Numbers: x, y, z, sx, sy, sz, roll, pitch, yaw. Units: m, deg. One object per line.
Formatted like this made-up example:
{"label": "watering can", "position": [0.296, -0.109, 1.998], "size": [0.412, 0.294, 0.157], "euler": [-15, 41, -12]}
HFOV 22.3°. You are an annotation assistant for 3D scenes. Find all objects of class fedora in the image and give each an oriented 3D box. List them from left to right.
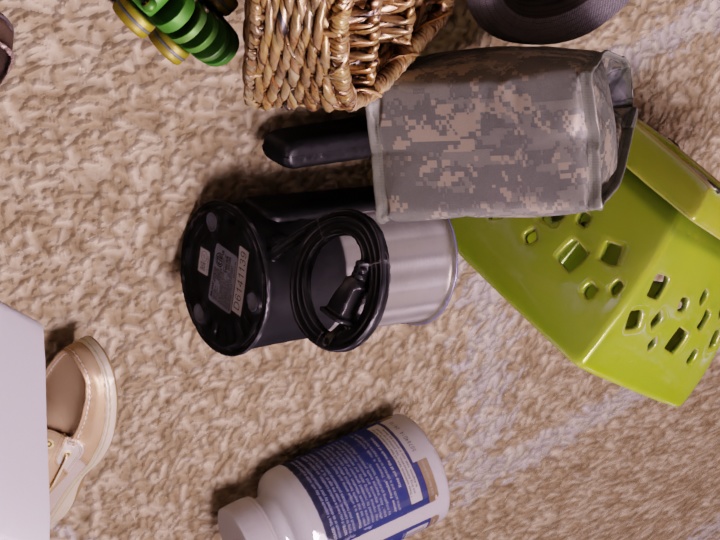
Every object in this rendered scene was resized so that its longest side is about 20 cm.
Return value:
{"label": "fedora", "position": [0.132, -0.251, 1.280], "size": [0.200, 0.090, 0.177], "euler": [2, 132, -54]}

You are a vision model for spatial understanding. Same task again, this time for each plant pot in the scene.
{"label": "plant pot", "position": [0.224, -0.024, 1.560], "size": [0.182, 0.200, 0.199], "euler": [-52, 144, 11]}

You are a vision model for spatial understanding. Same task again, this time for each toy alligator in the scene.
{"label": "toy alligator", "position": [-0.127, -0.175, 1.166], "size": [0.059, 0.054, 0.200], "euler": [-43, 147, 8]}

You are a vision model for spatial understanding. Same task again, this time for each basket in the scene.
{"label": "basket", "position": [0.001, -0.195, 1.139], "size": [0.148, 0.143, 0.200], "euler": [2, 138, -5]}

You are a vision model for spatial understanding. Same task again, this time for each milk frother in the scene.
{"label": "milk frother", "position": [0.000, 0.000, 1.369], "size": [0.188, 0.200, 0.181], "euler": [-8, 135, -37]}

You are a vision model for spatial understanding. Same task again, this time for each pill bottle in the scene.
{"label": "pill bottle", "position": [-0.027, 0.219, 1.694], "size": [0.199, 0.111, 0.111], "euler": [-22, 144, -22]}

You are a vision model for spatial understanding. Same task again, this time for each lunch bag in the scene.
{"label": "lunch bag", "position": [0.105, -0.104, 1.300], "size": [0.200, 0.163, 0.118], "euler": [-44, 130, -68]}

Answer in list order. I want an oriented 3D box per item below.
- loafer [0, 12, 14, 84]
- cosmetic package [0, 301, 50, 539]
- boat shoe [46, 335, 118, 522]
{"label": "loafer", "position": [-0.281, -0.078, 1.126], "size": [0.200, 0.071, 0.073], "euler": [-45, 147, 12]}
{"label": "cosmetic package", "position": [-0.327, 0.105, 1.160], "size": [0.199, 0.167, 0.167], "euler": [-17, 152, 22]}
{"label": "boat shoe", "position": [-0.246, 0.134, 1.419], "size": [0.069, 0.074, 0.200], "euler": [-14, 142, -41]}
